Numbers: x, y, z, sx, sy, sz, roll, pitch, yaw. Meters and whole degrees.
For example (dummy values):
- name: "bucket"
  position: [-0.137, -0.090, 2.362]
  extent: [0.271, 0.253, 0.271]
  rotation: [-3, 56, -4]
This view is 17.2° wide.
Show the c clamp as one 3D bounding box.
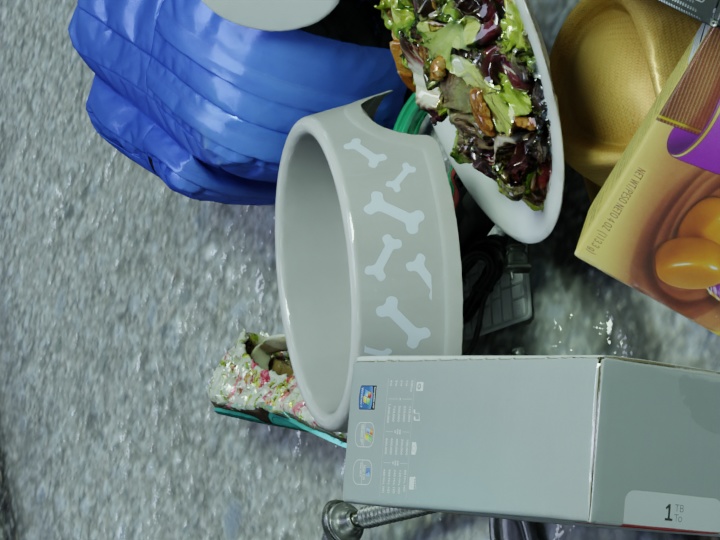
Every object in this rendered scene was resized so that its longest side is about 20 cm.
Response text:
- name: "c clamp"
  position: [0.041, 0.155, 1.350]
  extent: [0.200, 0.027, 0.171]
  rotation: [-25, 71, 38]

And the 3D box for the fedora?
- name: "fedora"
  position: [0.152, -0.088, 1.210]
  extent: [0.201, 0.082, 0.201]
  rotation: [-18, 68, 54]

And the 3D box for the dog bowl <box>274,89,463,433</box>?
- name: "dog bowl"
  position: [0.000, 0.000, 1.328]
  extent: [0.200, 0.059, 0.200]
  rotation: [175, 90, -75]

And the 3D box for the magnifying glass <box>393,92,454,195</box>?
- name: "magnifying glass"
  position: [0.020, -0.031, 1.444]
  extent: [0.200, 0.022, 0.080]
  rotation: [-57, 38, 34]

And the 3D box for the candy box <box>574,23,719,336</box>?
- name: "candy box"
  position: [0.198, -0.067, 1.102]
  extent: [0.200, 0.117, 0.056]
  rotation: [-60, 0, 28]

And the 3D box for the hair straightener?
- name: "hair straightener"
  position: [0.064, -0.018, 1.340]
  extent: [0.200, 0.041, 0.077]
  rotation: [-61, 36, 33]

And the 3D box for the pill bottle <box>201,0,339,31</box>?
- name: "pill bottle"
  position: [-0.043, -0.242, 1.381]
  extent: [0.114, 0.114, 0.200]
  rotation: [-40, 34, 45]

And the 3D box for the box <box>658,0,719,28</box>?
- name: "box"
  position: [0.149, -0.205, 1.066]
  extent: [0.200, 0.044, 0.160]
  rotation: [41, 116, 56]

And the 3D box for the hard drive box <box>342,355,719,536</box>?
- name: "hard drive box"
  position: [0.110, 0.087, 1.164]
  extent: [0.200, 0.156, 0.077]
  rotation: [-5, 78, 57]

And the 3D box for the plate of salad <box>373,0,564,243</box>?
- name: "plate of salad"
  position: [0.050, -0.106, 1.238]
  extent: [0.200, 0.048, 0.200]
  rotation: [161, 90, -74]

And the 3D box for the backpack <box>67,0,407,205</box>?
- name: "backpack"
  position: [-0.065, -0.122, 1.486]
  extent: [0.200, 0.162, 0.168]
  rotation: [31, 114, 42]

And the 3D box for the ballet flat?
- name: "ballet flat"
  position: [-0.033, 0.072, 1.462]
  extent: [0.200, 0.076, 0.064]
  rotation: [11, 84, 55]

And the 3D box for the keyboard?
- name: "keyboard"
  position: [0.074, -0.061, 1.387]
  extent: [0.056, 0.011, 0.200]
  rotation: [-26, 61, 51]
